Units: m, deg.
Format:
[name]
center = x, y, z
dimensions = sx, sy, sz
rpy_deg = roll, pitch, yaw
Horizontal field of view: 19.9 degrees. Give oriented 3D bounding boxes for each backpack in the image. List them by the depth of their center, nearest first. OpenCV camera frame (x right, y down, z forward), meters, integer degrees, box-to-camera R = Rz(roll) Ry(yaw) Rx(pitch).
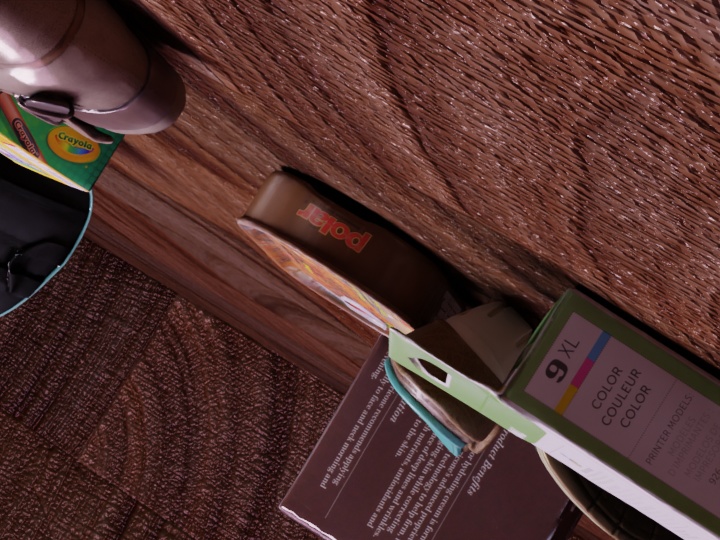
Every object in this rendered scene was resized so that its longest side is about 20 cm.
[backpack]
center = -0.291, -0.069, 1.427
dimensions = 0.200, 0.176, 0.153
rpy_deg = 36, -170, -31

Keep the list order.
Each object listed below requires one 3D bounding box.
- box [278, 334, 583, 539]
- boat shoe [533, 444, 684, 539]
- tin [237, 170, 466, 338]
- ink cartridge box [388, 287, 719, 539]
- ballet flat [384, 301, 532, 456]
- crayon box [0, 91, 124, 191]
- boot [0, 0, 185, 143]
[box]
center = 0.068, 0.178, 1.645
dimensions = 0.199, 0.167, 0.164
rpy_deg = 31, 175, 13
[boat shoe]
center = 0.160, 0.118, 1.066
dimensions = 0.200, 0.072, 0.066
rpy_deg = 29, 171, -23
[tin]
center = 0.000, 0.000, 1.099
dimensions = 0.112, 0.042, 0.200
rpy_deg = 35, 176, 14
[ink cartridge box]
center = 0.110, 0.060, 0.882
dimensions = 0.199, 0.060, 0.104
rpy_deg = 32, 175, 5
[ballet flat]
center = 0.059, 0.053, 1.047
dimensions = 0.068, 0.072, 0.200
rpy_deg = 49, 179, 14
[crayon box]
center = -0.219, -0.111, 1.228
dimensions = 0.118, 0.059, 0.200
rpy_deg = 34, 175, -23
[boot]
center = -0.167, -0.108, 0.902
dimensions = 0.146, 0.071, 0.200
rpy_deg = 33, 176, -33
